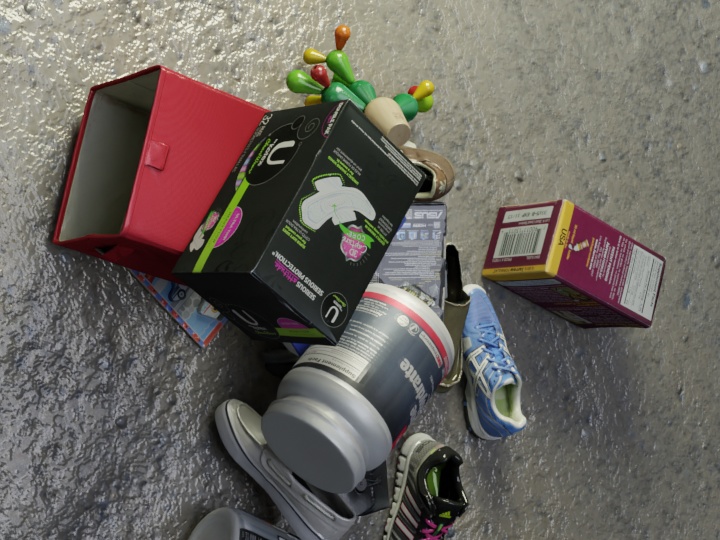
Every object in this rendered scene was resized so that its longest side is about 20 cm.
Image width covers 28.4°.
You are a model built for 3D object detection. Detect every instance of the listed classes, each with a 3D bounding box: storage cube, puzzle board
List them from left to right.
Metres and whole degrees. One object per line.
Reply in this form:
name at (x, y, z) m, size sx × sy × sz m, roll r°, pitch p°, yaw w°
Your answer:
storage cube at (-0.188, -0.091, 1.479) m, size 0.179 × 0.170 × 0.202 m, roll 20°, pitch 76°, yaw -33°
puzzle board at (-0.165, -0.037, 1.607) m, size 0.151 × 0.017 × 0.200 m, roll 49°, pitch 63°, yaw -23°

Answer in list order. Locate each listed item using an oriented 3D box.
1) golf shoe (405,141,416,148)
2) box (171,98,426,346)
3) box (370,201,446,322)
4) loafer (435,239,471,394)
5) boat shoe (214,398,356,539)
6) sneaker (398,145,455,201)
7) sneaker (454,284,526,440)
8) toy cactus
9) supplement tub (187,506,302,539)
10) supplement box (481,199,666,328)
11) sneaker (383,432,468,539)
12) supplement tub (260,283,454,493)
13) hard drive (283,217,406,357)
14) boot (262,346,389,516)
golf shoe at (0.049, -0.067, 1.728) m, size 0.091 × 0.075 × 0.202 m, roll -16°, pitch 99°, yaw -41°
box at (-0.059, -0.044, 1.377) m, size 0.124 × 0.148 × 0.201 m, roll 42°, pitch 65°, yaw -30°
box at (0.000, 0.000, 1.648) m, size 0.198 × 0.049 × 0.163 m, roll -1°, pitch 95°, yaw -13°
loafer at (0.095, 0.052, 1.753) m, size 0.075 × 0.069 × 0.202 m, roll -7°, pitch 91°, yaw -35°
boat shoe at (-0.081, 0.215, 1.577) m, size 0.201 × 0.066 × 0.072 m, roll 53°, pitch 27°, yaw 12°
sneaker at (0.009, -0.121, 1.636) m, size 0.198 × 0.076 × 0.071 m, roll 7°, pitch 105°, yaw 8°
sneaker at (0.167, 0.114, 1.796) m, size 0.075 × 0.077 × 0.202 m, roll -17°, pitch 96°, yaw -33°
toy cactus at (0.018, -0.202, 1.662) m, size 0.199 × 0.165 × 0.103 m, roll 16°, pitch 113°, yaw -36°
supplement tub at (-0.094, 0.351, 1.570) m, size 0.199 × 0.122 × 0.123 m, roll 32°, pitch 70°, yaw -30°
supplement box at (0.279, -0.005, 1.849) m, size 0.199 × 0.130 × 0.104 m, roll 27°, pitch 72°, yaw -32°
sneaker at (0.083, 0.299, 1.719) m, size 0.073 × 0.087 × 0.202 m, roll 12°, pitch 81°, yaw -34°
supplement tub at (-0.002, 0.125, 1.536) m, size 0.141 × 0.140 × 0.200 m, roll 53°, pitch 56°, yaw -21°
hard drive at (-0.030, -0.016, 1.541) m, size 0.201 × 0.025 × 0.132 m, roll -53°, pitch 150°, yaw -15°
boot at (-0.040, 0.189, 1.659) m, size 0.164 × 0.065 × 0.202 m, roll 0°, pitch 92°, yaw -33°
